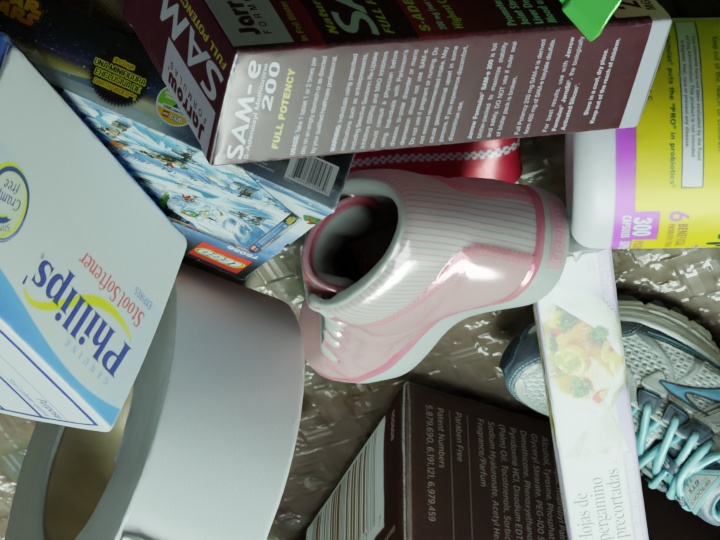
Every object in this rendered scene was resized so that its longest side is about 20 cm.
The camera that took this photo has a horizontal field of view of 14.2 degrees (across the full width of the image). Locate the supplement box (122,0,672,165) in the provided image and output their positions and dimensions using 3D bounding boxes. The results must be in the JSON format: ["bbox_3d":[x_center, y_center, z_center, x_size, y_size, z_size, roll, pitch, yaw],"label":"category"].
[{"bbox_3d":[0.014,-0.105,1.201,0.200,0.109,0.061,-7,133,-25],"label":"supplement box"}]

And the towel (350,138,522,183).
[{"bbox_3d":[-0.005,-0.103,1.317,0.144,0.023,0.200,-6,136,5],"label":"towel"}]

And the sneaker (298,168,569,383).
[{"bbox_3d":[0.000,0.000,1.347,0.105,0.075,0.200,6,162,-31],"label":"sneaker"}]

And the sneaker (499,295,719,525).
[{"bbox_3d":[0.165,0.078,1.457,0.200,0.086,0.078,16,134,-16],"label":"sneaker"}]

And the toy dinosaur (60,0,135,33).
[{"bbox_3d":[-0.122,-0.141,1.255,0.101,0.058,0.200,20,155,22],"label":"toy dinosaur"}]

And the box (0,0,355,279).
[{"bbox_3d":[-0.115,-0.065,1.286,0.200,0.040,0.137,24,160,-14],"label":"box"}]

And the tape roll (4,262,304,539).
[{"bbox_3d":[-0.102,0.097,1.397,0.071,0.203,0.202,22,132,-21],"label":"tape roll"}]

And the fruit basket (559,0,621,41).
[{"bbox_3d":[0.162,-0.189,1.149,0.215,0.156,0.216,11,130,13],"label":"fruit basket"}]

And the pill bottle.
[{"bbox_3d":[0.193,-0.063,1.297,0.200,0.104,0.104,-1,136,2],"label":"pill bottle"}]

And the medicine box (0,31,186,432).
[{"bbox_3d":[-0.209,-0.025,1.265,0.200,0.103,0.182,9,156,28],"label":"medicine box"}]

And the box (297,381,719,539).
[{"bbox_3d":[0.080,0.189,1.519,0.200,0.164,0.166,16,134,-16],"label":"box"}]

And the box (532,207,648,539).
[{"bbox_3d":[0.109,0.061,1.390,0.039,0.041,0.200,-9,126,2],"label":"box"}]
